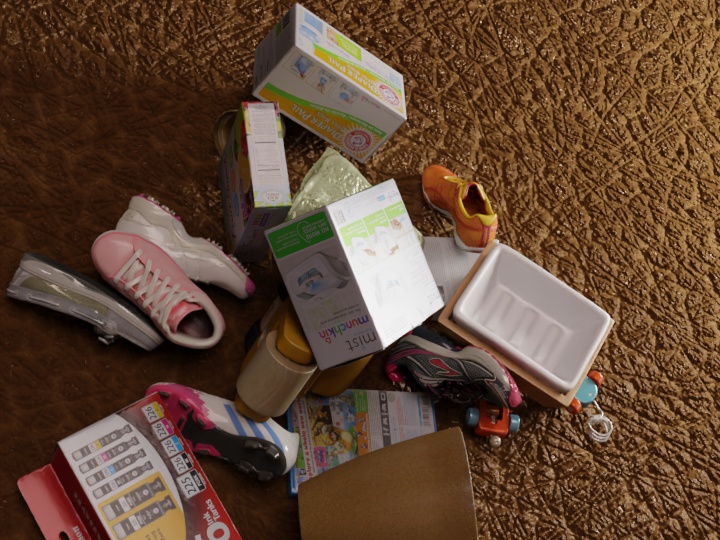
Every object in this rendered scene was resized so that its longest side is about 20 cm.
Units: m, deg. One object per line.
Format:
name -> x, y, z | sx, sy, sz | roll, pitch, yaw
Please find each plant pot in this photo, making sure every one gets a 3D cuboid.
plant pot -> 0.029, 0.289, 1.419 | 0.199, 0.187, 0.187 | -7, 61, 0

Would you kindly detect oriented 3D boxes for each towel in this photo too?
towel -> -0.006, -0.051, 1.575 | 0.200, 0.036, 0.149 | 44, 54, -21

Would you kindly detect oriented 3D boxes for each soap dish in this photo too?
soap dish -> 0.214, 0.074, 1.588 | 0.199, 0.081, 0.158 | 33, 57, 5

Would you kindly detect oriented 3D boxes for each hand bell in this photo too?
hand bell -> -0.113, -0.221, 1.723 | 0.104, 0.104, 0.200 | 37, 43, 5

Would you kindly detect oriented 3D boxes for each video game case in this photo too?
video game case -> 0.004, 0.219, 1.531 | 0.199, 0.018, 0.144 | 5, 60, -17

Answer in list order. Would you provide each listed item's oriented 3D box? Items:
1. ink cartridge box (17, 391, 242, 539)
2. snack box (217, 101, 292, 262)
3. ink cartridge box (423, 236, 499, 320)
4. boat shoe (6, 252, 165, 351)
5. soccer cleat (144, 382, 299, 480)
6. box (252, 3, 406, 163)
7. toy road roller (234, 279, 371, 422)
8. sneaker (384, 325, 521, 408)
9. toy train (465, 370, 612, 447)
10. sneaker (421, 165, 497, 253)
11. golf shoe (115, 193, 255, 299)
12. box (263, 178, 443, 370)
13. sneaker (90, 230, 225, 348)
ink cartridge box -> -0.262, 0.270, 1.359 | 0.175, 0.084, 0.201 | -27, 78, -30
snack box -> -0.139, -0.109, 1.548 | 0.053, 0.200, 0.143 | -2, 72, -16
ink cartridge box -> 0.102, 0.011, 1.668 | 0.199, 0.050, 0.110 | 2, 61, -17
boat shoe -> -0.336, 0.049, 1.488 | 0.201, 0.074, 0.065 | 29, 92, -5
soccer cleat -> -0.166, 0.189, 1.468 | 0.199, 0.070, 0.086 | 27, 24, 8
box -> -0.042, -0.260, 1.693 | 0.199, 0.101, 0.113 | 30, 36, -27
toy road roller -> -0.061, 0.107, 1.485 | 0.145, 0.123, 0.200 | 29, 29, -12
sneaker -> 0.121, 0.139, 1.551 | 0.199, 0.081, 0.075 | 18, 57, 42
toy train -> 0.231, 0.178, 1.616 | 0.199, 0.056, 0.151 | 7, 60, -12
sneaker -> 0.146, -0.103, 1.705 | 0.073, 0.078, 0.200 | -2, 33, -24
golf shoe -> -0.231, -0.012, 1.563 | 0.199, 0.075, 0.092 | 35, 78, 1
box -> 0.000, 0.000, 1.438 | 0.200, 0.096, 0.177 | -30, 99, -63
sneaker -> -0.244, 0.025, 1.478 | 0.200, 0.105, 0.075 | 42, 87, -10
